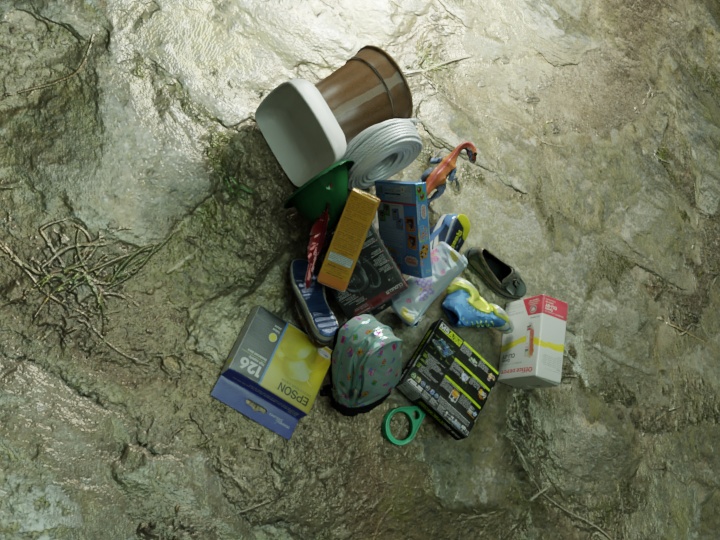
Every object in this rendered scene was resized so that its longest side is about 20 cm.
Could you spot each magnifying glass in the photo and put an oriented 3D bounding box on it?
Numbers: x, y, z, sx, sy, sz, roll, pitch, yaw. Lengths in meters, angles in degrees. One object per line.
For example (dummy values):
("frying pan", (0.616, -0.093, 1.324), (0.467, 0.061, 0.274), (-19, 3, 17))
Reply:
("magnifying glass", (0.128, 0.319, 1.698), (0.199, 0.022, 0.080), (-29, 94, -35))

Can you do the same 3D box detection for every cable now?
("cable", (0.041, -0.252, 1.670), (0.199, 0.200, 0.070), (-12, 66, -55))

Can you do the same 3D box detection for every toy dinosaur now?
("toy dinosaur", (0.203, -0.224, 1.789), (0.105, 0.200, 0.182), (38, 106, -7))

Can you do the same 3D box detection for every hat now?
("hat", (-0.051, -0.100, 1.561), (0.177, 0.199, 0.165), (57, 21, 4))

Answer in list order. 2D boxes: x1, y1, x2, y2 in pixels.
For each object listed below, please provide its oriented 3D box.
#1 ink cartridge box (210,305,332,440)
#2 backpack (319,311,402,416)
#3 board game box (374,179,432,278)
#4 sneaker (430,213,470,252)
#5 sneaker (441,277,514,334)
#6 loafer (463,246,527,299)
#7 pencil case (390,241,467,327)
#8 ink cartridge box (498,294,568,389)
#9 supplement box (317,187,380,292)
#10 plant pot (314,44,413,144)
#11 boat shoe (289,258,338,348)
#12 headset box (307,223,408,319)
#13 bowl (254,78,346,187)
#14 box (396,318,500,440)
("ink cartridge box", (-0.172, 0.205, 1.532), (0.197, 0.047, 0.202), (34, 61, -22))
("backpack", (0.012, 0.186, 1.549), (0.166, 0.126, 0.202), (-31, 138, -40))
("board game box", (0.093, -0.093, 1.661), (0.036, 0.151, 0.203), (-12, 104, -32))
("sneaker", (0.180, -0.047, 1.790), (0.074, 0.082, 0.201), (40, 79, -41))
("sneaker", (0.270, 0.111, 1.811), (0.199, 0.076, 0.106), (39, 74, -10))
("loafer", (0.343, 0.008, 1.873), (0.199, 0.063, 0.072), (33, 64, -21))
("pencil case", (0.149, 0.031, 1.695), (0.200, 0.091, 0.083), (-50, 128, -3))
("ink cartridge box", (0.413, 0.174, 1.829), (0.083, 0.145, 0.202), (19, 70, -25))
("supplement box", (-0.023, -0.063, 1.543), (0.068, 0.067, 0.202), (20, 98, 0))
("plant pot", (-0.021, -0.360, 1.675), (0.197, 0.200, 0.202), (-34, 97, -24))
("boat shoe", (-0.109, 0.070, 1.578), (0.071, 0.073, 0.202), (-2, 54, -28))
("headset box", (0.000, 0.000, 1.621), (0.148, 0.077, 0.201), (-31, 97, 5))
("bowl", (-0.116, -0.293, 1.586), (0.074, 0.199, 0.201), (-36, 98, -33))
("box", (0.201, 0.246, 1.727), (0.200, 0.047, 0.194), (41, 55, -9))
